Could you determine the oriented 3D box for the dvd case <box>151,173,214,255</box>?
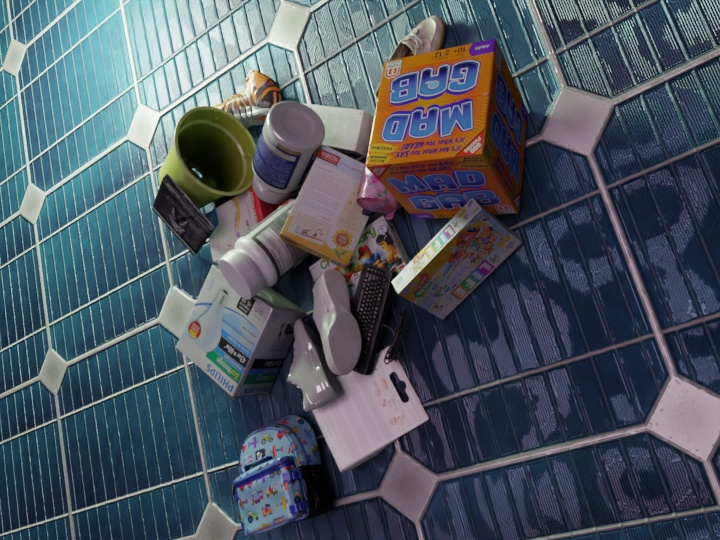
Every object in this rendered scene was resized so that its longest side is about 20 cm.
[{"bbox_3d":[-0.397,-0.118,1.395,0.149,0.016,0.200,49,151,-6],"label":"dvd case"}]

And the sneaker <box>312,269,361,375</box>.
[{"bbox_3d":[-0.055,0.107,1.192,0.088,0.074,0.203,-38,52,46],"label":"sneaker"}]

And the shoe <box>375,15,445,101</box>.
[{"bbox_3d":[0.094,-0.405,1.218,0.070,0.053,0.201,41,105,27],"label":"shoe"}]

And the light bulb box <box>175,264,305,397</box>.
[{"bbox_3d":[-0.252,0.126,1.321,0.197,0.124,0.203,30,98,30],"label":"light bulb box"}]

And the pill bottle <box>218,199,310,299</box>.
[{"bbox_3d":[-0.176,-0.041,1.245,0.113,0.115,0.200,31,58,29],"label":"pill bottle"}]

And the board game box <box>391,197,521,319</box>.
[{"bbox_3d":[0.166,-0.015,1.083,0.200,0.134,0.034,-47,42,17],"label":"board game box"}]

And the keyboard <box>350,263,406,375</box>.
[{"bbox_3d":[0.030,0.099,1.182,0.125,0.020,0.204,17,96,29],"label":"keyboard"}]

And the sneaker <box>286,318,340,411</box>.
[{"bbox_3d":[-0.111,0.182,1.228,0.088,0.075,0.201,-35,45,9],"label":"sneaker"}]

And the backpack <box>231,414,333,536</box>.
[{"bbox_3d":[-0.163,0.393,1.233,0.180,0.134,0.203,-23,70,25],"label":"backpack"}]

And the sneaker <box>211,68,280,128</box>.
[{"bbox_3d":[-0.263,-0.388,1.425,0.196,0.077,0.114,0,80,20],"label":"sneaker"}]

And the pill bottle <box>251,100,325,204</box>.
[{"bbox_3d":[-0.155,-0.230,1.271,0.121,0.118,0.201,63,146,20],"label":"pill bottle"}]

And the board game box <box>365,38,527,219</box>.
[{"bbox_3d":[0.153,-0.224,1.054,0.197,0.200,0.204,-1,69,30],"label":"board game box"}]

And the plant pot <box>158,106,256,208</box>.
[{"bbox_3d":[-0.354,-0.226,1.389,0.183,0.198,0.204,-25,71,46],"label":"plant pot"}]

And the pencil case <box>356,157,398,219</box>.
[{"bbox_3d":[0.053,-0.203,1.182,0.086,0.087,0.204,7,74,30],"label":"pencil case"}]

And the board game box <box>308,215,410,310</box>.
[{"bbox_3d":[0.000,0.000,1.237,0.199,0.034,0.128,-34,69,23],"label":"board game box"}]

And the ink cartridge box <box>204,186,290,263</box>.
[{"bbox_3d":[-0.241,-0.104,1.374,0.198,0.067,0.118,-25,72,25],"label":"ink cartridge box"}]

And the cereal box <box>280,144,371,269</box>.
[{"bbox_3d":[-0.051,-0.124,1.209,0.142,0.040,0.203,25,74,-2],"label":"cereal box"}]

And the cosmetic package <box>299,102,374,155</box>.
[{"bbox_3d":[-0.071,-0.295,1.305,0.197,0.050,0.084,16,95,31],"label":"cosmetic package"}]

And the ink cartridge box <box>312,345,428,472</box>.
[{"bbox_3d":[0.014,0.264,1.204,0.198,0.050,0.163,-31,69,4],"label":"ink cartridge box"}]
